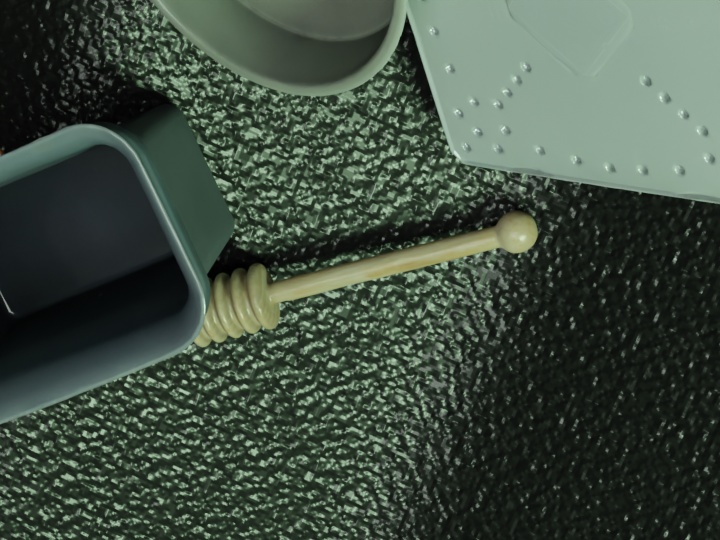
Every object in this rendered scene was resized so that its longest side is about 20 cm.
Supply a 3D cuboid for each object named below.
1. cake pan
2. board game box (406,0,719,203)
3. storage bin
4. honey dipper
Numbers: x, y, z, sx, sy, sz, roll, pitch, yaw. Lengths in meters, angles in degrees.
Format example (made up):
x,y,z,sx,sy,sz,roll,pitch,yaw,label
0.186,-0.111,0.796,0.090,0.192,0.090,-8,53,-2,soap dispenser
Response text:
x,y,z,sx,sy,sz,roll,pitch,yaw,label
-0.050,-0.180,1.043,0.199,0.037,0.201,27,141,24,cake pan
0.103,-0.128,0.997,0.199,0.026,0.201,11,133,38,board game box
-0.169,-0.019,1.124,0.199,0.134,0.146,-21,102,19,storage bin
0.000,0.000,1.145,0.198,0.038,0.038,-15,105,14,honey dipper
